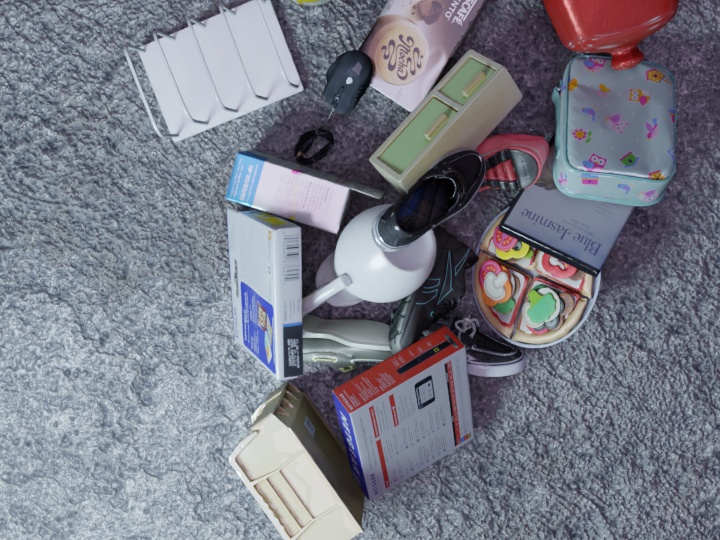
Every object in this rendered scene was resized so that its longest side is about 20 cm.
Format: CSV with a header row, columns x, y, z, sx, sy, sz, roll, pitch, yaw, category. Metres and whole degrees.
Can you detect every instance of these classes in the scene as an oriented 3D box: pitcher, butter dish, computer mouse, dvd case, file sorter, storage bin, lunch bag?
x,y,z,sx,sy,sz,roll,pitch,yaw,category
0.000,0.000,1.361,0.171,0.200,0.122,-37,93,-28,pitcher
0.323,-0.329,1.330,0.198,0.200,0.149,-17,103,5,butter dish
-0.042,-0.212,1.402,0.058,0.034,0.200,33,129,0,computer mouse
0.288,-0.100,1.374,0.142,0.018,0.201,27,65,15,dvd case
-0.198,-0.273,1.404,0.199,0.125,0.140,-21,95,7,file sorter
-0.082,0.272,1.430,0.093,0.200,0.199,-35,94,6,storage bin
0.328,-0.186,1.368,0.159,0.077,0.201,5,61,5,lunch bag

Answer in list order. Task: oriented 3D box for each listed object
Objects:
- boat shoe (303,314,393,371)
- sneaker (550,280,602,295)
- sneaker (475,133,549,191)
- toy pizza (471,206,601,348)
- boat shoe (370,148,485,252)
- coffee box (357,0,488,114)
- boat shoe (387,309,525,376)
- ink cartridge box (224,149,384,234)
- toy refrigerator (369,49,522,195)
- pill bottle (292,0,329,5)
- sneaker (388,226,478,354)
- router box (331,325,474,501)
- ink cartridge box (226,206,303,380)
x,y,z,sx,sy,sz,roll,pitch,yaw,category
-0.031,0.105,1.458,0.200,0.072,0.061,6,112,21,boat shoe
0.285,-0.055,1.433,0.075,0.081,0.202,-16,78,40,sneaker
0.166,-0.144,1.416,0.199,0.087,0.074,-1,120,35,sneaker
0.228,0.003,1.404,0.199,0.032,0.202,-4,84,39,toy pizza
0.095,-0.094,1.279,0.199,0.066,0.070,-35,93,-31,boat shoe
0.082,-0.322,1.400,0.113,0.080,0.201,33,99,1,coffee box
0.135,0.094,1.457,0.198,0.074,0.069,13,113,11,boat shoe
-0.072,-0.102,1.422,0.198,0.115,0.068,17,99,2,ink cartridge box
0.110,-0.188,1.364,0.200,0.076,0.070,-47,135,-2,toy refrigerator
-0.068,-0.401,1.340,0.111,0.200,0.114,0,98,3,pill bottle
0.100,0.034,1.412,0.079,0.075,0.201,28,64,-5,sneaker
0.063,0.193,1.400,0.179,0.049,0.201,-27,137,-17,router box
-0.128,0.023,1.407,0.047,0.200,0.199,-7,105,-20,ink cartridge box
